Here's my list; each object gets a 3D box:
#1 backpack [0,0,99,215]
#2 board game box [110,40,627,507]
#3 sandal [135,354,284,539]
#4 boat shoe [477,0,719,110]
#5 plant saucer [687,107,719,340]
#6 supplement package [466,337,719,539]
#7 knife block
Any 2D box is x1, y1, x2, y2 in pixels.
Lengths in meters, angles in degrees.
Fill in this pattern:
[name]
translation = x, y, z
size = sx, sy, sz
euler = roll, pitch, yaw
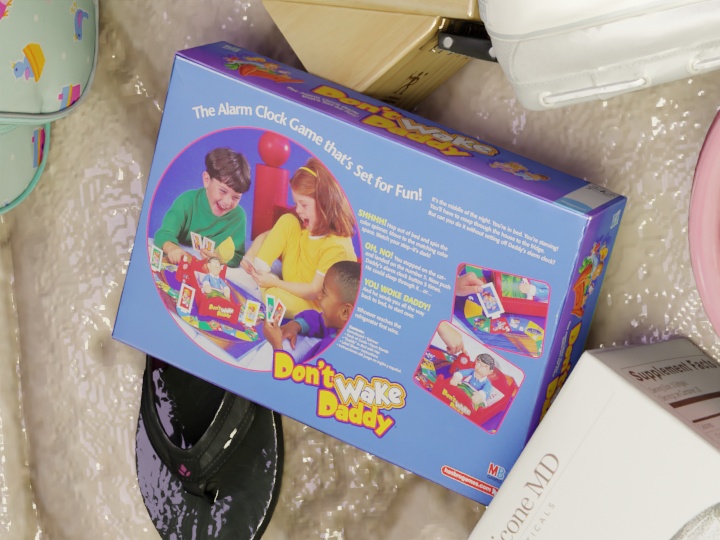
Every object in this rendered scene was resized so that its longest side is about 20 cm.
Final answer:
[backpack]
translation = -0.210, -0.115, 1.109
size = 0.152, 0.175, 0.202
euler = 6, 97, 29
[board game box]
translation = 0.000, 0.000, 1.022
size = 0.199, 0.045, 0.135
euler = 23, 111, 21
[sandal]
translation = -0.073, 0.039, 1.110
size = 0.075, 0.048, 0.202
euler = 6, 92, 26
[boat shoe]
translation = 0.148, -0.105, 0.946
size = 0.199, 0.072, 0.069
euler = -14, 121, 9
[plant saucer]
translation = 0.227, -0.024, 0.926
size = 0.199, 0.051, 0.202
euler = 4, 118, 7
[supplement package]
translation = 0.156, 0.132, 0.960
size = 0.200, 0.117, 0.117
euler = 37, 107, 22
[knife block]
translation = 0.038, -0.156, 1.049
size = 0.175, 0.064, 0.201
euler = -40, 73, 19
